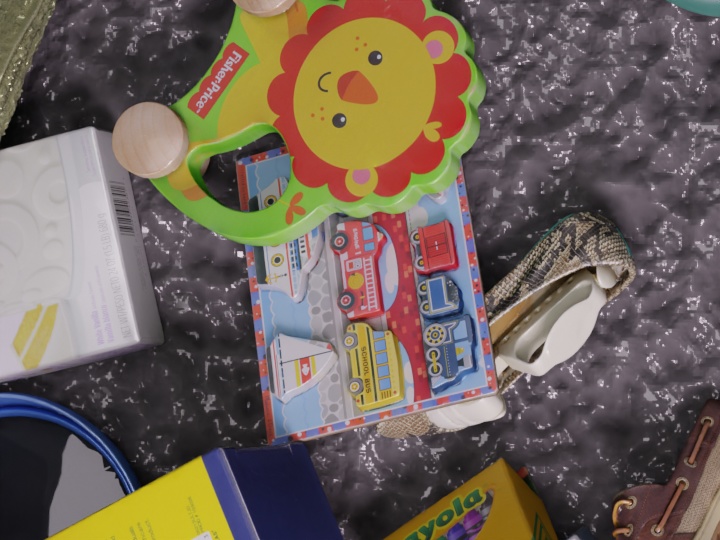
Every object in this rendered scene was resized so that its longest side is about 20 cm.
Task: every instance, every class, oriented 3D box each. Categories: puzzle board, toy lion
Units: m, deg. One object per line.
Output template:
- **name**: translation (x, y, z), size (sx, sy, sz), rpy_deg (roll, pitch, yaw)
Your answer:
- **puzzle board**: translation (0.000, 0.000, 1.363), size (0.150, 0.017, 0.201), rpy_deg (-14, 65, 14)
- **toy lion**: translation (-0.028, -0.098, 1.370), size (0.191, 0.069, 0.200), rpy_deg (37, 92, 17)

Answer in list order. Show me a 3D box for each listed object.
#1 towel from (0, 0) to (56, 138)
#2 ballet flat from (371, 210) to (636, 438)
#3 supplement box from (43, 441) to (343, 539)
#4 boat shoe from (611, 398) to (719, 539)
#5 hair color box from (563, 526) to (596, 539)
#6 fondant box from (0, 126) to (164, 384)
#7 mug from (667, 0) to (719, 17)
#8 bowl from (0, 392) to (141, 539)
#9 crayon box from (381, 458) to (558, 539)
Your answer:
- **towel**: translation (-0.272, -0.172, 1.434), size (0.148, 0.037, 0.201), rpy_deg (17, 78, 15)
- **ballet flat**: translation (0.090, 0.047, 1.349), size (0.200, 0.068, 0.075), rpy_deg (-42, 39, 7)
- **supplement box**: translation (-0.118, 0.193, 1.315), size (0.199, 0.109, 0.110), rpy_deg (-29, 76, 21)
- **boat shoe**: translation (0.181, 0.158, 1.309), size (0.072, 0.072, 0.200), rpy_deg (29, 67, 21)
- **hair color box**: translation (0.154, 0.269, 1.342), size (0.099, 0.061, 0.201), rpy_deg (-36, 81, 9)
- **fondant box**: translation (-0.242, 0.001, 1.434), size (0.199, 0.058, 0.145), rpy_deg (-14, 86, 13)
- **mug**: translation (0.238, -0.228, 1.306), size (0.184, 0.114, 0.153), rpy_deg (3, 89, 11)
- **bowl**: translation (-0.230, 0.182, 1.437), size (0.199, 0.039, 0.202), rpy_deg (0, 89, 12)
- **crayon box**: translation (0.062, 0.199, 1.300), size (0.127, 0.200, 0.051), rpy_deg (-36, 122, 10)
